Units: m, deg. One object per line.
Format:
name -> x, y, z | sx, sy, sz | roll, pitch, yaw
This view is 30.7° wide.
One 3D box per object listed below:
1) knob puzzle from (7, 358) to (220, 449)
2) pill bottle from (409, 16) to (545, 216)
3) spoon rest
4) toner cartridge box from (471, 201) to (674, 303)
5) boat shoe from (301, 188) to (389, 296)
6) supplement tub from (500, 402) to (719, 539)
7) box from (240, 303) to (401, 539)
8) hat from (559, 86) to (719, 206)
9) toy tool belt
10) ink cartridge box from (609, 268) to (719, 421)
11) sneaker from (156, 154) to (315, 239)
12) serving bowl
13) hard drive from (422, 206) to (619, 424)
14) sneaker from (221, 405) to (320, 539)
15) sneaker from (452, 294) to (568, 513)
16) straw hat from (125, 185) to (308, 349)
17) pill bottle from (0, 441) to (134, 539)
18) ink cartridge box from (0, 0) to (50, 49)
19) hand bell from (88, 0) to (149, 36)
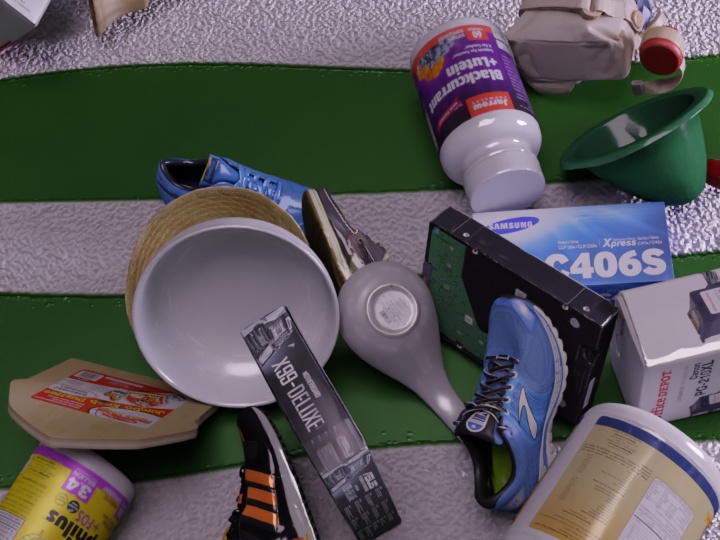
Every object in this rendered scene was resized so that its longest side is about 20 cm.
knob puzzle -> -0.248, 0.141, 1.253 | 0.217, 0.219, 0.031 | 13, 104, 15
pill bottle -> 0.128, -0.160, 1.394 | 0.110, 0.112, 0.202 | -15, 59, -1
spoon rest -> 0.054, 0.082, 1.272 | 0.099, 0.061, 0.201 | -34, 82, -14
toner cartridge box -> 0.214, -0.014, 1.337 | 0.197, 0.043, 0.096 | -4, 58, 6
boat shoe -> 0.000, 0.000, 1.345 | 0.065, 0.072, 0.202 | -19, 68, -16
supplement tub -> 0.208, 0.232, 1.135 | 0.144, 0.145, 0.201 | 30, 68, 22
box -> -0.033, 0.145, 1.187 | 0.049, 0.201, 0.158 | -29, 59, -6
hat -> 0.329, -0.078, 1.363 | 0.165, 0.177, 0.199 | -38, 16, -33
toy tool belt -> 0.266, -0.269, 1.428 | 0.198, 0.125, 0.124 | 4, 51, 31
ink cartridge box -> 0.340, 0.064, 1.214 | 0.198, 0.145, 0.085 | -13, 60, 0
sneaker -> -0.126, -0.081, 1.405 | 0.198, 0.079, 0.067 | 10, 60, 12
serving bowl -> -0.119, 0.033, 1.272 | 0.198, 0.202, 0.066 | -9, 28, 3
hard drive -> 0.145, 0.042, 1.255 | 0.199, 0.141, 0.038 | 32, 49, 26
sneaker -> -0.097, 0.222, 1.227 | 0.089, 0.070, 0.201 | -21, 61, -8
sneaker -> 0.134, 0.123, 1.191 | 0.078, 0.089, 0.203 | -1, 90, 46
straw hat -> -0.151, 0.002, 1.347 | 0.199, 0.203, 0.085 | -22, 18, -6
pill bottle -> -0.301, 0.262, 1.213 | 0.103, 0.105, 0.201 | 22, 66, 19
ink cartridge box -> -0.407, -0.372, 1.570 | 0.145, 0.083, 0.202 | -14, 47, 50
hand bell -> -0.230, -0.350, 1.584 | 0.198, 0.105, 0.105 | -11, 58, -12
